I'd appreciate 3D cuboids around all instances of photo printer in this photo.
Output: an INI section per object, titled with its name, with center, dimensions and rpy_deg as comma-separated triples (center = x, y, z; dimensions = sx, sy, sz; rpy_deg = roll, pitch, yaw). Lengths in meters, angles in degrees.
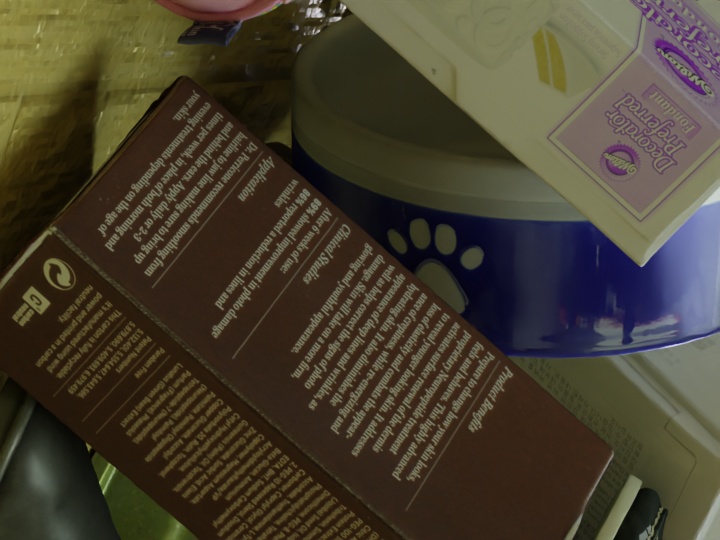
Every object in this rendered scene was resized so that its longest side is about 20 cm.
[photo printer]
center = 0.098, 0.089, 1.259
dimensions = 0.069, 0.166, 0.200
rpy_deg = -23, 146, -37

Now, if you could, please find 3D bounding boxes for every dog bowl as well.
[dog bowl]
center = 0.073, -0.043, 1.127
dimensions = 0.200, 0.200, 0.079
rpy_deg = -47, 141, -58

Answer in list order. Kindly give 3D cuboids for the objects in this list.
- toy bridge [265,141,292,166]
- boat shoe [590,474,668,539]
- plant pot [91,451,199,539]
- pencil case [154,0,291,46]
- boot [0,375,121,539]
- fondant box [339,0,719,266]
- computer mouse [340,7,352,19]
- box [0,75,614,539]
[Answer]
[toy bridge]
center = -0.033, -0.013, 1.173
dimensions = 0.200, 0.027, 0.067
rpy_deg = 42, 45, -66
[boat shoe]
center = 0.105, 0.176, 1.190
dimensions = 0.075, 0.066, 0.200
rpy_deg = -43, 152, -62
[plant pot]
center = -0.015, 0.141, 1.208
dimensions = 0.200, 0.184, 0.201
rpy_deg = 22, 90, -76
[pencil case]
center = -0.014, -0.164, 0.942
dimensions = 0.088, 0.087, 0.200
rpy_deg = 97, 19, -49
[boot]
center = -0.043, 0.123, 1.018
dimensions = 0.182, 0.200, 0.073
rpy_deg = 97, 13, -51
[fondant box]
center = 0.068, -0.104, 1.003
dimensions = 0.058, 0.144, 0.200
rpy_deg = -44, -168, 24
[computer mouse]
center = 0.033, -0.186, 1.229
dimensions = 0.200, 0.034, 0.059
rpy_deg = -63, -166, -1
[box]
center = -0.022, 0.041, 0.972
dimensions = 0.075, 0.200, 0.100
rpy_deg = -46, -175, 43
